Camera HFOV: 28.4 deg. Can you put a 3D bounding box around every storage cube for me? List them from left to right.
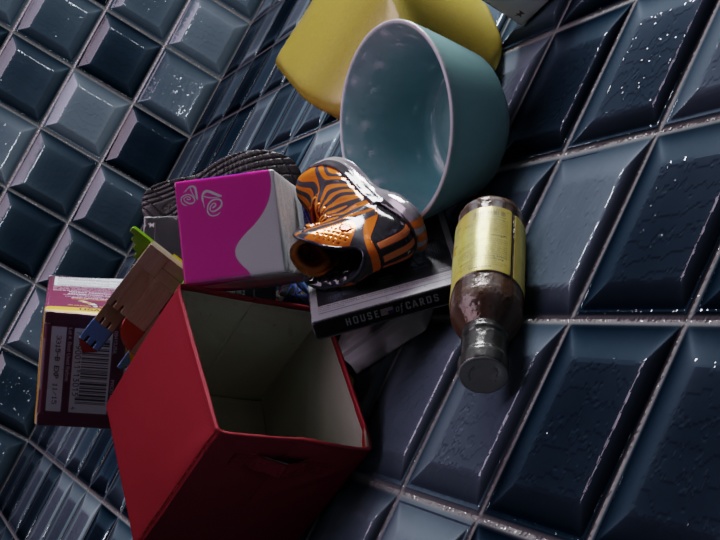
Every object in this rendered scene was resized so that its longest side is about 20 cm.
[{"bbox_3d":[-0.121,0.146,1.359,0.180,0.170,0.201,-54,41,33],"label":"storage cube"}]

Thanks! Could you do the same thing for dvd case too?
[{"bbox_3d":[0.020,-0.008,1.387,0.149,0.025,0.200,-16,27,3],"label":"dvd case"}]

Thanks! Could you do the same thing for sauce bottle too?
[{"bbox_3d":[0.105,0.019,1.182,0.065,0.064,0.201,-49,18,35],"label":"sauce bottle"}]

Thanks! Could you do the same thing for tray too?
[{"bbox_3d":[0.025,0.044,1.462,0.200,0.022,0.108,-38,28,54],"label":"tray"}]

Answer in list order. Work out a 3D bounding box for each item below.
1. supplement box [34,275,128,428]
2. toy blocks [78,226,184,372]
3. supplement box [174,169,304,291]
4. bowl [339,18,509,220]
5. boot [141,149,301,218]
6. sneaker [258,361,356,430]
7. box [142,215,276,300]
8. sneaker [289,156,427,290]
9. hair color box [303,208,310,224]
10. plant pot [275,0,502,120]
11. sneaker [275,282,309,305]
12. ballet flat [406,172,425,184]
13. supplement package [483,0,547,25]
[{"bbox_3d":[-0.310,0.088,1.606,0.200,0.102,0.132,-136,52,-75],"label":"supplement box"},{"bbox_3d":[-0.199,0.071,1.478,0.137,0.199,0.100,-52,6,1],"label":"toy blocks"},{"bbox_3d":[-0.114,-0.036,1.425,0.200,0.100,0.104,18,-115,-86],"label":"supplement box"},{"bbox_3d":[0.074,-0.145,1.410,0.200,0.104,0.203,11,103,57],"label":"bowl"},{"bbox_3d":[-0.151,-0.090,1.682,0.132,0.198,0.070,20,-118,-76],"label":"boot"},{"bbox_3d":[-0.076,0.162,1.478,0.200,0.071,0.083,-48,23,40],"label":"sneaker"},{"bbox_3d":[-0.170,0.043,1.575,0.079,0.140,0.202,39,-128,-71],"label":"box"},{"bbox_3d":[-0.033,-0.046,1.378,0.111,0.078,0.200,-28,29,-23],"label":"sneaker"},{"bbox_3d":[-0.094,-0.048,1.718,0.199,0.065,0.109,-22,3,-21],"label":"hair color box"},{"bbox_3d":[0.044,-0.230,1.600,0.196,0.193,0.200,-54,26,18],"label":"plant pot"},{"bbox_3d":[-0.066,0.041,1.610,0.079,0.075,0.200,-66,13,-5],"label":"sneaker"},{"bbox_3d":[0.031,-0.050,1.561,0.200,0.067,0.071,154,118,-64],"label":"ballet flat"},{"bbox_3d":[0.161,-0.420,1.542,0.147,0.190,0.201,-40,26,52],"label":"supplement package"}]
